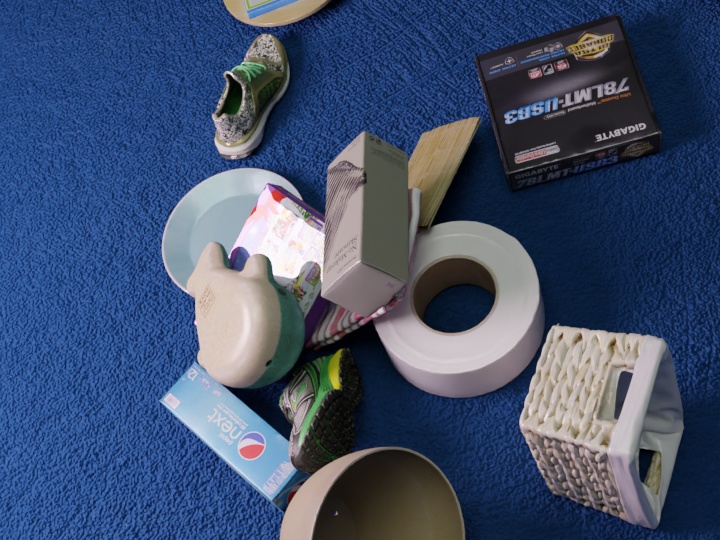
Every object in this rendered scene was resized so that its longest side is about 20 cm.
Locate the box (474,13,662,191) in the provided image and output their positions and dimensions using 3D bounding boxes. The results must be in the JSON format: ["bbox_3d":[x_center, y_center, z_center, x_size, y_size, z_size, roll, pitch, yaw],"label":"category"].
[{"bbox_3d":[0.262,-0.216,1.533,0.198,0.050,0.200,-14,57,8],"label":"box"}]

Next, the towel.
[{"bbox_3d":[0.000,0.000,1.418,0.200,0.030,0.148,-33,40,49],"label":"towel"}]

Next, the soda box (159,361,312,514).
[{"bbox_3d":[-0.138,0.195,1.390,0.199,0.068,0.064,36,77,29],"label":"soda box"}]

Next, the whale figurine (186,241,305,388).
[{"bbox_3d":[-0.134,0.051,1.398,0.160,0.103,0.200,-61,40,18],"label":"whale figurine"}]

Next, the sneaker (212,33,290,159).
[{"bbox_3d":[-0.153,-0.255,1.643,0.076,0.089,0.202,6,62,18],"label":"sneaker"}]

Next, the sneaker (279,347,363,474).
[{"bbox_3d":[-0.052,0.166,1.355,0.084,0.079,0.200,-18,21,16],"label":"sneaker"}]

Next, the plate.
[{"bbox_3d":[-0.161,-0.044,1.562,0.198,0.026,0.202,-7,60,12],"label":"plate"}]

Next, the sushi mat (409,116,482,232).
[{"bbox_3d":[0.083,-0.115,1.499,0.095,0.012,0.201,-12,39,43],"label":"sushi mat"}]

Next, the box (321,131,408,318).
[{"bbox_3d":[0.006,-0.054,1.354,0.082,0.068,0.201,-42,33,38],"label":"box"}]

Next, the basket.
[{"bbox_3d":[0.251,0.160,1.233,0.122,0.200,0.136,10,63,27],"label":"basket"}]

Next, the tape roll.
[{"bbox_3d":[0.114,0.044,1.408,0.200,0.071,0.204,-7,60,11],"label":"tape roll"}]

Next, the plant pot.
[{"bbox_3d":[-0.007,0.284,1.252,0.134,0.200,0.202,-8,50,54],"label":"plant pot"}]

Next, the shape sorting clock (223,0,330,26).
[{"bbox_3d":[-0.109,-0.432,1.764,0.198,0.039,0.202,-8,59,13],"label":"shape sorting clock"}]

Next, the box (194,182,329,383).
[{"bbox_3d":[-0.102,0.015,1.447,0.136,0.039,0.201,35,103,26],"label":"box"}]
